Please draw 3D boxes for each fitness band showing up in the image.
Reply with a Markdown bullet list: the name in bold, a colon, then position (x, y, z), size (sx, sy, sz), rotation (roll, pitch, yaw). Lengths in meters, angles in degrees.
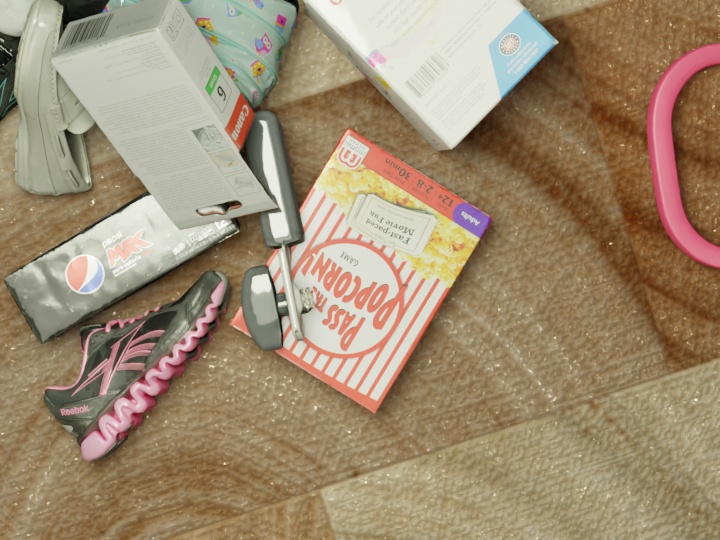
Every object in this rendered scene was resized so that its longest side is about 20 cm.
- **fitness band**: position (0.328, -0.101, 1.773), size (0.143, 0.037, 0.202), rotation (-8, 92, 0)

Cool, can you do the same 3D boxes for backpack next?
- **backpack**: position (-0.156, -0.215, 1.685), size (0.199, 0.167, 0.127), rotation (25, 82, -19)

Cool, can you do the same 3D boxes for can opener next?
- **can opener**: position (-0.077, -0.034, 1.699), size (0.066, 0.053, 0.202), rotation (-8, 88, 3)

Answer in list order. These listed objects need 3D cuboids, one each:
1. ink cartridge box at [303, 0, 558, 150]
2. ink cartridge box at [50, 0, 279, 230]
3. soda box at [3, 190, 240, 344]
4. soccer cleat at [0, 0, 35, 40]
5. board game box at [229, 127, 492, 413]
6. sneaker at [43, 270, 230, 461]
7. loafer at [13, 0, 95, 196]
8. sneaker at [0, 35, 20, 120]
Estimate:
- **ink cartridge box**: position (0.047, -0.217, 1.706), size (0.129, 0.125, 0.200), rotation (-44, 94, -1)
- **ink cartridge box**: position (-0.151, -0.126, 1.634), size (0.108, 0.051, 0.200), rotation (-11, 132, 29)
- **soda box**: position (-0.205, -0.016, 1.733), size (0.199, 0.063, 0.071), rotation (-30, 93, -2)
- **soccer cleat**: position (-0.337, -0.279, 1.681), size (0.200, 0.086, 0.070), rotation (40, 67, 14)
- **board game box**: position (0.000, 0.000, 1.752), size (0.151, 0.046, 0.201), rotation (31, 91, -3)
- **sneaker**: position (-0.197, 0.067, 1.738), size (0.095, 0.079, 0.200), rotation (41, 89, 8)
- **loafer**: position (-0.253, -0.144, 1.680), size (0.069, 0.201, 0.070), rotation (7, 48, -2)
- **sneaker**: position (-0.323, -0.156, 1.713), size (0.075, 0.079, 0.201), rotation (31, 89, -3)
